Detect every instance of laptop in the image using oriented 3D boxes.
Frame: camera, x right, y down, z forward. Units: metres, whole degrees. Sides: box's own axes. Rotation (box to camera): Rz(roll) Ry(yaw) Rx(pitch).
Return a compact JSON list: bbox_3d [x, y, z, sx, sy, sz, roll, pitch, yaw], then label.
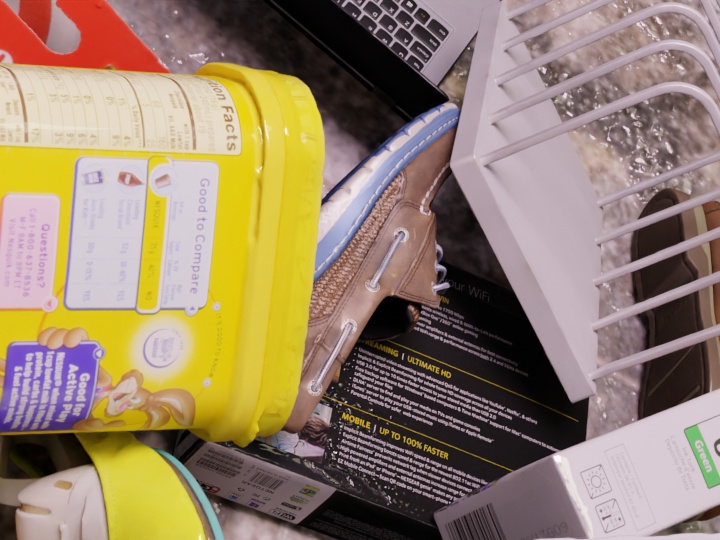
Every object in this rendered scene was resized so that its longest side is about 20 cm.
[{"bbox_3d":[-0.007,-0.182,0.976,0.187,0.116,0.200,40,52,-6],"label":"laptop"}]

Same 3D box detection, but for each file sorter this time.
[{"bbox_3d":[0.136,-0.060,0.912,0.139,0.124,0.200,60,21,-22],"label":"file sorter"}]

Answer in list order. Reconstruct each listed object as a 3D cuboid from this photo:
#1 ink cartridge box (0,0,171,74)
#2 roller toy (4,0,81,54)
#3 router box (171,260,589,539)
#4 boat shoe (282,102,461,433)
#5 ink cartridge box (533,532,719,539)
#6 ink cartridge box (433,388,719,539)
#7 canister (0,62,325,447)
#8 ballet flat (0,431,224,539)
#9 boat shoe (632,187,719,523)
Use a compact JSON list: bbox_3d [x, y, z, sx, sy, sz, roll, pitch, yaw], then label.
[{"bbox_3d":[-0.185,-0.049,0.703,0.162,0.200,0.050,49,9,-35],"label":"ink cartridge box"},{"bbox_3d":[-0.211,-0.135,0.756,0.182,0.200,0.140,-27,45,-3],"label":"roller toy"},{"bbox_3d":[0.018,0.063,0.898,0.199,0.051,0.150,23,54,-17],"label":"router box"},{"bbox_3d":[0.000,0.000,0.853,0.072,0.072,0.200,46,58,-4],"label":"boat shoe"},{"bbox_3d":[0.064,0.178,0.769,0.145,0.200,0.088,2,64,-29],"label":"ink cartridge box"},{"bbox_3d":[0.144,0.091,0.847,0.199,0.109,0.051,-18,79,-32],"label":"ink cartridge box"},{"bbox_3d":[-0.124,-0.008,0.686,0.199,0.086,0.149,1,102,-30],"label":"canister"},{"bbox_3d":[-0.113,0.092,0.746,0.067,0.200,0.067,-5,110,-21],"label":"ballet flat"},{"bbox_3d":[0.197,0.046,0.996,0.068,0.072,0.201,16,59,-21],"label":"boat shoe"}]
